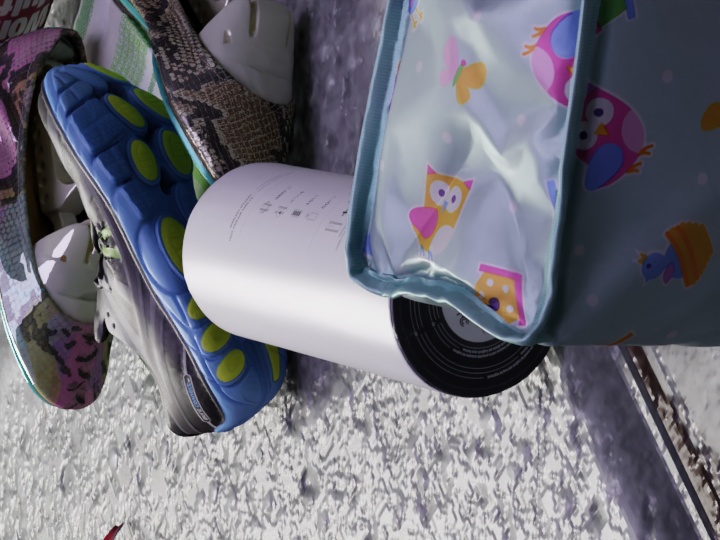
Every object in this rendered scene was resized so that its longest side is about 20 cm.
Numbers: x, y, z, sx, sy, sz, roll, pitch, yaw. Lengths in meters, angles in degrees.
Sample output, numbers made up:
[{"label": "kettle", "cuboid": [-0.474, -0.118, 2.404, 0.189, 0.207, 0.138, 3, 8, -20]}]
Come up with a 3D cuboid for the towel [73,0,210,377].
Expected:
[{"label": "towel", "cuboid": [-0.108, -0.047, 1.467, 0.200, 0.031, 0.150, 52, 134, 48]}]

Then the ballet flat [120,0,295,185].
[{"label": "ballet flat", "cuboid": [-0.069, -0.117, 1.362, 0.075, 0.068, 0.200, -50, 40, 21]}]

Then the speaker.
[{"label": "speaker", "cuboid": [0.000, 0.000, 1.195, 0.200, 0.081, 0.081, 11, 98, 62]}]

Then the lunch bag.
[{"label": "lunch bag", "cuboid": [0.097, -0.079, 0.918, 0.122, 0.170, 0.201, 16, 102, 54]}]

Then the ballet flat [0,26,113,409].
[{"label": "ballet flat", "cuboid": [-0.150, -0.032, 1.457, 0.071, 0.069, 0.201, -25, 67, 37]}]

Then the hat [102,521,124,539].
[{"label": "hat", "cuboid": [-0.139, 0.273, 1.441, 0.176, 0.166, 0.200, -40, 90, 13]}]

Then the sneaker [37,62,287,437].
[{"label": "sneaker", "cuboid": [-0.107, -0.010, 1.363, 0.083, 0.071, 0.200, -40, 71, 38]}]

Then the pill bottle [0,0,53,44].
[{"label": "pill bottle", "cuboid": [-0.217, -0.153, 1.533, 0.200, 0.109, 0.110, -64, 36, 40]}]
